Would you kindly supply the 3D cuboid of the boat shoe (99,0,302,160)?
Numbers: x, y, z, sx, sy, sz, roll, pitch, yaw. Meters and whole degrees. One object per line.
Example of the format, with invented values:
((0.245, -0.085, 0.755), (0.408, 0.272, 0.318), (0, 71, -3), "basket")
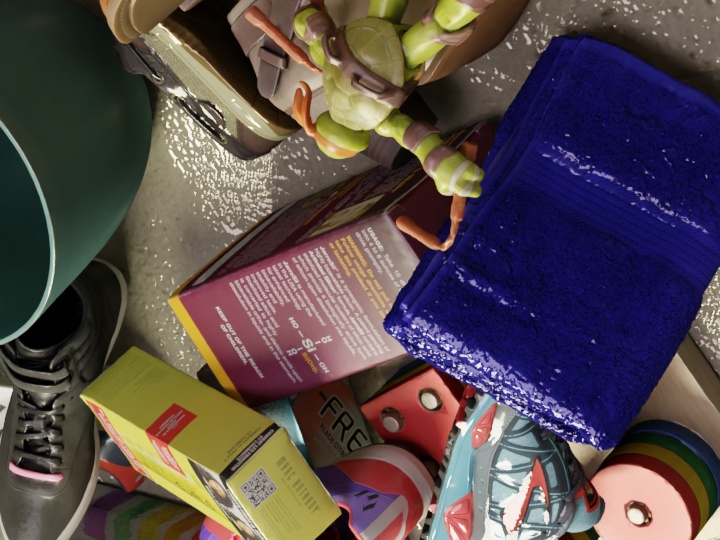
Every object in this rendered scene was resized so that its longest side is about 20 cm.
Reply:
((-0.118, -0.142, 1.578), (0.200, 0.073, 0.065), (47, 128, 0), "boat shoe")

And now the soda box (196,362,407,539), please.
((-0.031, 0.132, 1.702), (0.068, 0.064, 0.200), (-3, 117, 36), "soda box")

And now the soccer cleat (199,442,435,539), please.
((-0.041, 0.158, 1.630), (0.200, 0.073, 0.068), (-21, 106, 44), "soccer cleat")

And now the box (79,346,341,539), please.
((-0.093, 0.108, 1.612), (0.200, 0.050, 0.075), (25, 152, 56), "box")

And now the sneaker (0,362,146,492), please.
((-0.226, 0.098, 1.805), (0.200, 0.075, 0.085), (17, 122, 25), "sneaker")

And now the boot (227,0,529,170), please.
((0.007, -0.158, 1.492), (0.146, 0.070, 0.200), (47, 121, 17), "boot")

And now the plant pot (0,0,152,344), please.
((-0.221, -0.078, 1.628), (0.201, 0.161, 0.201), (18, 127, 25), "plant pot")

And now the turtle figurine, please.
((0.009, -0.120, 1.409), (0.200, 0.064, 0.161), (52, 126, 33), "turtle figurine")

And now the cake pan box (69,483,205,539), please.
((-0.164, 0.228, 1.763), (0.184, 0.200, 0.052), (11, 126, 32), "cake pan box")

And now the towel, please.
((0.118, -0.020, 1.421), (0.148, 0.200, 0.050), (28, 167, 17), "towel")

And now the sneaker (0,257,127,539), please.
((-0.204, 0.085, 1.698), (0.071, 0.099, 0.200), (12, 87, 15), "sneaker")

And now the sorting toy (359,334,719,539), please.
((0.115, 0.100, 1.577), (0.199, 0.070, 0.200), (-30, 99, 42), "sorting toy")

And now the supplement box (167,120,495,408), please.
((0.000, 0.000, 1.555), (0.200, 0.110, 0.086), (-21, 106, 46), "supplement box")

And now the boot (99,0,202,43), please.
((-0.143, -0.208, 1.474), (0.074, 0.200, 0.155), (-39, 93, 11), "boot")

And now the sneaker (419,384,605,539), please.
((0.097, 0.105, 1.509), (0.095, 0.079, 0.200), (18, 134, 5), "sneaker")
